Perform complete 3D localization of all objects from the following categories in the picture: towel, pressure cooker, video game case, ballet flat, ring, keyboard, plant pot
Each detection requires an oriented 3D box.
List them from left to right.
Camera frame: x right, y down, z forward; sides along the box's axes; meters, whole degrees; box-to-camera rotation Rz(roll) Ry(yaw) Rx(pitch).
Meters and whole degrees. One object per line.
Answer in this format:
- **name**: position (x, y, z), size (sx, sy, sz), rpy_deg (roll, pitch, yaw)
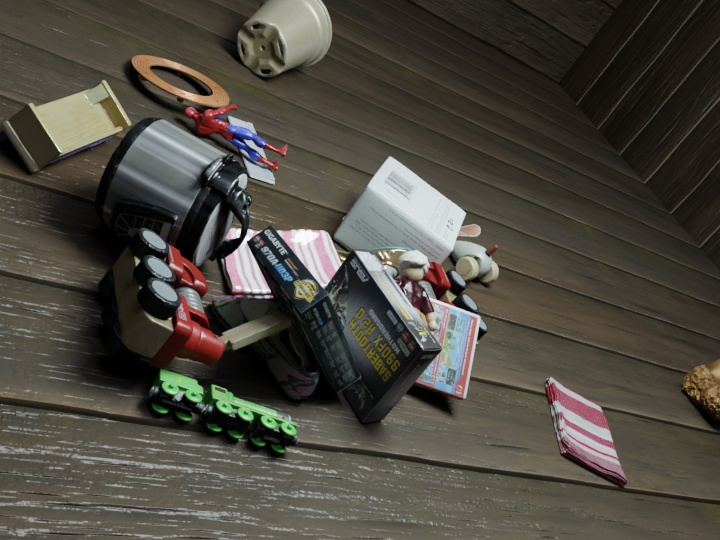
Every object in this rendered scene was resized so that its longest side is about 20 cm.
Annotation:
- **ring**: position (-0.350, -0.364, 1.604), size (0.199, 0.019, 0.201), rpy_deg (23, 24, -11)
- **pressure cooker**: position (-0.248, -0.101, 1.164), size (0.199, 0.180, 0.176), rpy_deg (29, 8, 0)
- **keyboard**: position (-0.215, -0.237, 1.607), size (0.056, 0.011, 0.201), rpy_deg (10, 38, -33)
- **ballet flat**: position (-0.125, 0.089, 1.150), size (0.200, 0.071, 0.069), rpy_deg (46, 26, 17)
- **plant pot**: position (-0.193, -0.547, 1.929), size (0.200, 0.201, 0.184), rpy_deg (37, 39, 0)
- **towel**: position (-0.121, -0.015, 1.299), size (0.198, 0.030, 0.147), rpy_deg (-1, 43, -24)
- **ballet flat**: position (0.000, 0.000, 1.392), size (0.198, 0.068, 0.073), rpy_deg (2, 54, -12)
- **video game case**: position (0.091, 0.109, 1.315), size (0.198, 0.017, 0.144), rpy_deg (20, 68, -14)
- **towel**: position (0.413, 0.291, 1.517), size (0.143, 0.023, 0.201), rpy_deg (30, 29, -16)

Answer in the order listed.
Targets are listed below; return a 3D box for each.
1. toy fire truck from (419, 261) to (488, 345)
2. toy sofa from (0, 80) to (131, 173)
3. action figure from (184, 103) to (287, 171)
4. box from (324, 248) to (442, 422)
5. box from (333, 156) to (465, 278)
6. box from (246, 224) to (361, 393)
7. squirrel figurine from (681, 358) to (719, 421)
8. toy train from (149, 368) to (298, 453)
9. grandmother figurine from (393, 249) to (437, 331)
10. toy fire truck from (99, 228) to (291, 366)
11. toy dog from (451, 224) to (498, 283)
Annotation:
- **toy fire truck**: position (0.094, 0.061, 1.418), size (0.199, 0.129, 0.177), rpy_deg (30, 27, -35)
- **toy sofa**: position (-0.448, -0.213, 1.244), size (0.083, 0.097, 0.200), rpy_deg (59, 26, -11)
- **action figure**: position (-0.237, -0.270, 1.563), size (0.199, 0.065, 0.099), rpy_deg (24, 36, -17)
- **box**: position (0.011, 0.093, 1.207), size (0.048, 0.159, 0.201), rpy_deg (5, 42, -46)
- **box**: position (0.079, -0.088, 1.586), size (0.199, 0.131, 0.199), rpy_deg (36, 28, -3)
- **box**: position (-0.077, 0.055, 1.136), size (0.159, 0.046, 0.201), rpy_deg (49, -14, 39)
- **squirrel figurine**: position (0.856, 0.307, 1.916), size (0.198, 0.142, 0.188), rpy_deg (1, 53, -28)
- **toy train**: position (-0.166, 0.173, 1.016), size (0.199, 0.042, 0.057), rpy_deg (24, 20, -23)
- **grandmother figurine**: position (0.067, 0.058, 1.283), size (0.121, 0.060, 0.202), rpy_deg (29, 61, -32)
- **toy fire truck**: position (-0.209, 0.048, 1.050), size (0.199, 0.129, 0.176), rpy_deg (31, 18, -35)
- **toy dog**: position (0.224, -0.062, 1.749), size (0.200, 0.097, 0.132), rpy_deg (44, 28, 12)
